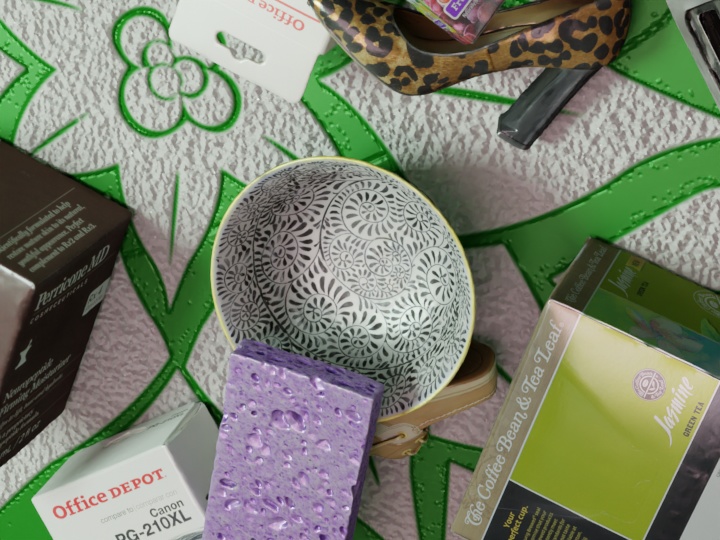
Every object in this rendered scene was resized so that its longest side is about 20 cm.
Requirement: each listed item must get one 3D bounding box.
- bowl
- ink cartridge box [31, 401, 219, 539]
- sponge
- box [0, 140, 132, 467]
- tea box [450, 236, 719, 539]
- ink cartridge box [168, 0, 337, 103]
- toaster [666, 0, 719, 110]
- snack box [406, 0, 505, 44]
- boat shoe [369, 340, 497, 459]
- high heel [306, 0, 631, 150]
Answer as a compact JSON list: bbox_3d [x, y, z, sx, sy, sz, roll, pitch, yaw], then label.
[{"bbox_3d":[0.000,0.000,1.381,0.199,0.094,0.202,7,113,18],"label":"bowl"},{"bbox_3d":[-0.149,0.227,1.531,0.144,0.084,0.201,-24,101,26],"label":"ink cartridge box"},{"bbox_3d":[-0.053,0.153,1.397,0.111,0.030,0.201,17,120,11],"label":"sponge"},{"bbox_3d":[-0.305,0.026,1.465,0.164,0.166,0.201,28,118,9],"label":"box"},{"bbox_3d":[0.196,0.118,1.332,0.196,0.134,0.201,26,117,8],"label":"tea box"},{"bbox_3d":[-0.045,-0.231,1.323,0.117,0.067,0.201,28,116,7],"label":"ink cartridge box"},{"bbox_3d":[0.296,-0.147,1.157,0.118,0.181,0.201,-30,97,-18],"label":"toaster"},{"bbox_3d":[0.075,-0.267,1.221,0.142,0.053,0.200,37,93,-5],"label":"snack box"},{"bbox_3d":[0.020,0.107,1.436,0.199,0.074,0.067,-16,118,26],"label":"boat shoe"},{"bbox_3d":[0.077,-0.176,1.277,0.199,0.072,0.143,25,126,-21],"label":"high heel"}]
